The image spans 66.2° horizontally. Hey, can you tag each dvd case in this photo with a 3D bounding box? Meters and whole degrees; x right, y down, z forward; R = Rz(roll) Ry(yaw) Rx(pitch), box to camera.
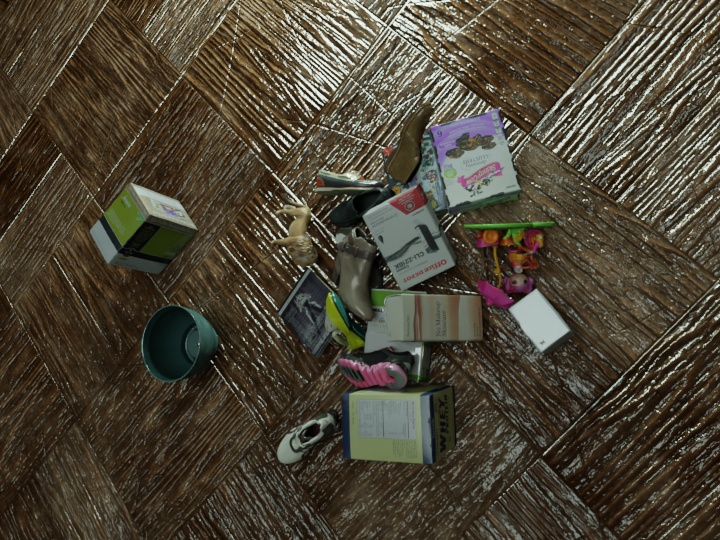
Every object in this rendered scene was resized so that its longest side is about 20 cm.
[{"bbox_3d":[-0.122,0.103,1.412,0.200,0.016,0.150,41,100,39],"label":"dvd case"}]

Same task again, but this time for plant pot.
[{"bbox_3d":[-0.477,0.200,1.517,0.198,0.134,0.203,-3,82,23],"label":"plant pot"}]

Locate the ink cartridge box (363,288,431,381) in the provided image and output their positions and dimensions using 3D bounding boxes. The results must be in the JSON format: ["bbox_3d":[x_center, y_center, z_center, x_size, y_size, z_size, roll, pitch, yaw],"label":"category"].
[{"bbox_3d":[0.092,0.152,1.305,0.146,0.076,0.203,2,80,25],"label":"ink cartridge box"}]

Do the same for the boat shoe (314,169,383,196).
[{"bbox_3d":[-0.029,-0.227,1.420,0.198,0.071,0.064,5,81,29],"label":"boat shoe"}]

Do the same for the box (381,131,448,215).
[{"bbox_3d":[0.135,-0.223,1.360,0.135,0.040,0.203,-16,76,22],"label":"box"}]

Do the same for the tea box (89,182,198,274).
[{"bbox_3d":[-0.619,-0.114,1.591,0.197,0.200,0.134,-43,68,11],"label":"tea box"}]

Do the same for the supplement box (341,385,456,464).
[{"bbox_3d":[0.089,0.328,1.209,0.197,0.199,0.136,-5,83,24],"label":"supplement box"}]

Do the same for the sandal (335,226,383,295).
[{"bbox_3d":[-0.008,-0.030,1.384,0.081,0.054,0.202,-31,65,16],"label":"sandal"}]

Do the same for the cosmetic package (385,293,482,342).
[{"bbox_3d":[0.161,0.105,1.211,0.197,0.087,0.105,1,82,-21],"label":"cosmetic package"}]

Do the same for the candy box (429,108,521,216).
[{"bbox_3d":[0.261,-0.246,1.271,0.165,0.072,0.203,-13,77,7],"label":"candy box"}]

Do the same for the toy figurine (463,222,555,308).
[{"bbox_3d":[0.328,-0.011,1.216,0.197,0.150,0.187,-2,95,-1],"label":"toy figurine"}]

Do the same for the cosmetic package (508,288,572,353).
[{"bbox_3d":[0.370,0.107,1.118,0.071,0.200,0.102,-39,70,13],"label":"cosmetic package"}]

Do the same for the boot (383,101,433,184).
[{"bbox_3d":[0.128,-0.293,1.289,0.075,0.073,0.201,45,129,24],"label":"boot"}]

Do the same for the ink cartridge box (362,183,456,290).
[{"bbox_3d":[0.116,-0.076,1.280,0.143,0.084,0.202,-26,99,17],"label":"ink cartridge box"}]

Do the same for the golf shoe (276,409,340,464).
[{"bbox_3d":[-0.144,0.412,1.364,0.200,0.088,0.078,-40,70,15],"label":"golf shoe"}]

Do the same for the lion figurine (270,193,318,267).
[{"bbox_3d":[-0.164,-0.109,1.461,0.121,0.072,0.203,1,78,16],"label":"lion figurine"}]

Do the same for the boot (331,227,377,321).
[{"bbox_3d":[0.000,0.000,1.293,0.200,0.070,0.147,49,121,37],"label":"boot"}]

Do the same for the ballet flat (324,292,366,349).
[{"bbox_3d":[-0.046,0.130,1.306,0.066,0.201,0.067,-28,45,7],"label":"ballet flat"}]

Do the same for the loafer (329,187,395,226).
[{"bbox_3d":[-0.005,-0.162,1.375,0.199,0.070,0.069,-17,70,36],"label":"loafer"}]

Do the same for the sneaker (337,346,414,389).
[{"bbox_3d":[0.037,0.209,1.245,0.198,0.096,0.080,0,127,39],"label":"sneaker"}]
